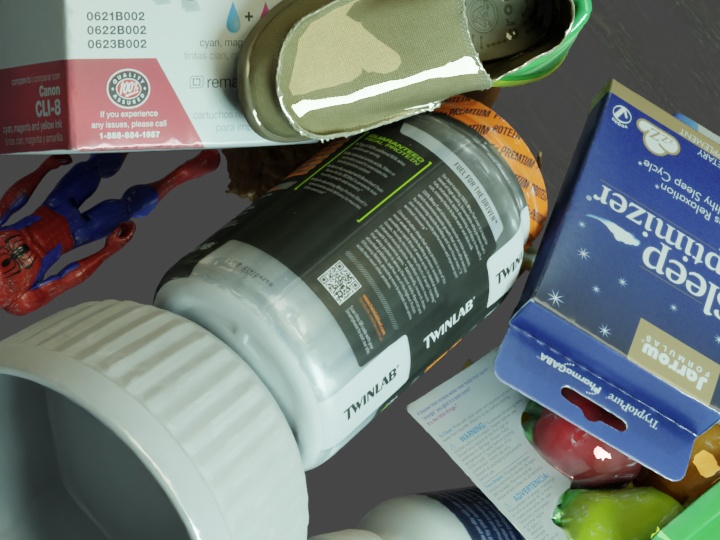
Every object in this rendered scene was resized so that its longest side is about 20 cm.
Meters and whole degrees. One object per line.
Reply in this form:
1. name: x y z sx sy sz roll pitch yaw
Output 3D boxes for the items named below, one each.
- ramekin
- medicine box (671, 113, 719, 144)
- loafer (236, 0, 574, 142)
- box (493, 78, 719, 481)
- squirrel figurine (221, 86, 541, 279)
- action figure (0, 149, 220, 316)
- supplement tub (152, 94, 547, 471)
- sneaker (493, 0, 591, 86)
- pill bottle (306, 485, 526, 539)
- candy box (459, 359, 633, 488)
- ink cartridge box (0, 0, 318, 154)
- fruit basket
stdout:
1. ramekin: -0.118 0.109 1.086 0.201 0.200 0.105 51 43 0
2. medicine box: 0.222 0.039 1.338 0.199 0.183 0.103 33 58 12
3. loafer: 0.027 -0.118 1.132 0.199 0.067 0.077 -26 106 -31
4. box: 0.152 0.003 1.197 0.121 0.032 0.201 30 54 -8
5. squirrel figurine: 0.020 -0.050 1.335 0.187 0.141 0.200 55 44 -13
6. action figure: -0.157 -0.032 1.243 0.066 0.052 0.200 53 49 -5
7. supplement tub: 0.000 0.000 1.148 0.200 0.122 0.123 -39 90 -33
8. sneaker: 0.042 -0.129 1.236 0.199 0.084 0.075 -20 79 -31
9. pill bottle: 0.060 0.174 1.235 0.199 0.111 0.112 -3 67 -37
10. candy box: 0.153 0.118 1.349 0.199 0.102 0.027 32 90 -16
11. ink cartridge box: -0.117 -0.162 1.163 0.144 0.144 0.202 -4 93 -30
12. fruit basket: 0.141 0.114 1.213 0.200 0.094 0.185 42 42 17
